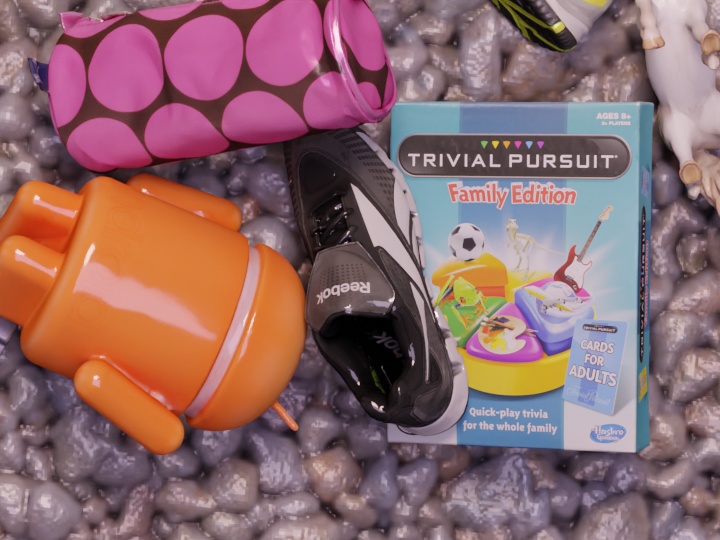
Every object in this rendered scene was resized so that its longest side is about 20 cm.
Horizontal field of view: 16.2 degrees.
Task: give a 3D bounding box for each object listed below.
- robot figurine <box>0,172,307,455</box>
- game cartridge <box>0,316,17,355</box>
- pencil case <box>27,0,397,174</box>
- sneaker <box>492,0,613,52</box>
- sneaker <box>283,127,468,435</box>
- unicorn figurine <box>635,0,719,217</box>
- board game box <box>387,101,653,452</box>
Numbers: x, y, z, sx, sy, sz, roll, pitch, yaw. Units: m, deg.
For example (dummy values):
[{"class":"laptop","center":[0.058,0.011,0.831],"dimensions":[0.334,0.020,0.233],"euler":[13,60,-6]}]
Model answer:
[{"class":"robot figurine","center":[-0.116,0.022,1.444],"dimensions":[0.199,0.144,0.117],"euler":[23,107,-14]},{"class":"game cartridge","center":[-0.296,0.082,1.424],"dimensions":[0.129,0.038,0.201],"euler":[31,69,-6]},{"class":"pencil case","center":[-0.080,-0.113,1.419],"dimensions":[0.199,0.091,0.094],"euler":[-8,81,23]},{"class":"sneaker","center":[0.080,-0.225,1.495],"dimensions":[0.076,0.075,0.200],"euler":[-43,109,-12]},{"class":"sneaker","center":[0.000,0.000,1.443],"dimensions":[0.066,0.090,0.201],"euler":[-23,83,22]},{"class":"unicorn figurine","center":[0.194,-0.133,1.496],"dimensions":[0.073,0.138,0.201],"euler":[2,112,0]},{"class":"board game box","center":[0.093,0.002,1.484],"dimensions":[0.150,0.047,0.202],"euler":[1,93,17]}]
